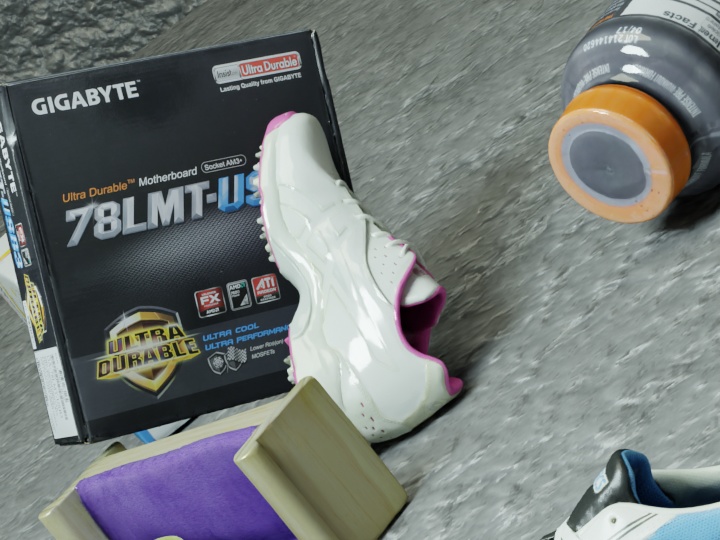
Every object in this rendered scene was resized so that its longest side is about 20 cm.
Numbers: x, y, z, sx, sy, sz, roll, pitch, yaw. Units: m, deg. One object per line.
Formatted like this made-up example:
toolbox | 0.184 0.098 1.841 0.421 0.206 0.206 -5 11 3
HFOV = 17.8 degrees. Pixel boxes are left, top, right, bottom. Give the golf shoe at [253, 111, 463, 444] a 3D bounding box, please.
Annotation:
golf shoe | 0.000 0.000 1.227 0.091 0.201 0.075 -20 -23 17

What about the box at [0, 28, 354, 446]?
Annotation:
box | -0.096 -0.021 1.278 0.199 0.200 0.050 -12 2 -29

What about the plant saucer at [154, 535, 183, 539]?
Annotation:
plant saucer | -0.134 0.213 1.067 0.200 0.031 0.200 -46 15 15

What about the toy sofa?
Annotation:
toy sofa | -0.080 0.129 1.146 0.200 0.083 0.098 -21 21 50

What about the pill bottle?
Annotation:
pill bottle | 0.174 -0.110 1.212 0.106 0.106 0.200 -22 22 49

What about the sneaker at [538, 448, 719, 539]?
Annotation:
sneaker | 0.082 0.109 0.810 0.199 0.073 0.072 -32 0 16

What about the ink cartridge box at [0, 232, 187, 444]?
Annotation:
ink cartridge box | -0.153 0.009 1.567 0.145 0.147 0.200 -41 14 -10
